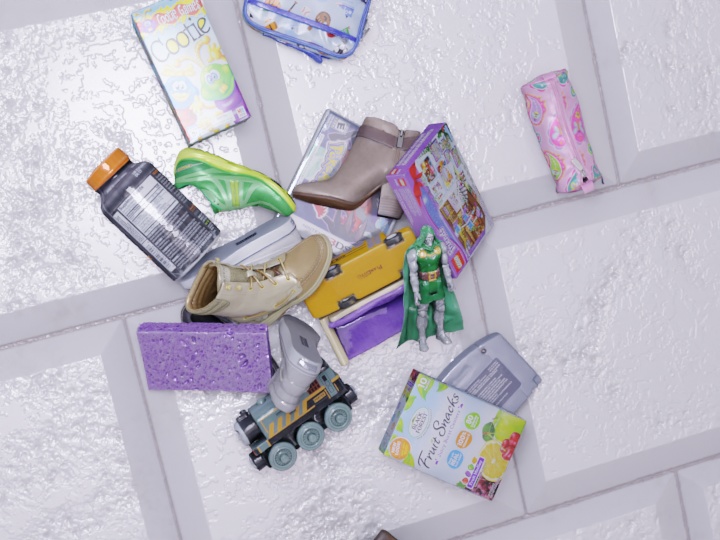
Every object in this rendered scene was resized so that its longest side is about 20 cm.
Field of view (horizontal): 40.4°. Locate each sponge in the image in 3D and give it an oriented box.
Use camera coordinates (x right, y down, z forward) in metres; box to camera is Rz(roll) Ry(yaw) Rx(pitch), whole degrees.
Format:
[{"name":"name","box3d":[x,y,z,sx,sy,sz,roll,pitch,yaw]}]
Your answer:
[{"name":"sponge","box3d":[-0.233,0.132,1.480,0.197,0.030,0.113,0,121,4]}]

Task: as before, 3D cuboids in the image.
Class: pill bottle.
[{"name":"pill bottle","box3d":[-0.312,-0.089,1.456,0.200,0.106,0.106,45,85,-10]}]

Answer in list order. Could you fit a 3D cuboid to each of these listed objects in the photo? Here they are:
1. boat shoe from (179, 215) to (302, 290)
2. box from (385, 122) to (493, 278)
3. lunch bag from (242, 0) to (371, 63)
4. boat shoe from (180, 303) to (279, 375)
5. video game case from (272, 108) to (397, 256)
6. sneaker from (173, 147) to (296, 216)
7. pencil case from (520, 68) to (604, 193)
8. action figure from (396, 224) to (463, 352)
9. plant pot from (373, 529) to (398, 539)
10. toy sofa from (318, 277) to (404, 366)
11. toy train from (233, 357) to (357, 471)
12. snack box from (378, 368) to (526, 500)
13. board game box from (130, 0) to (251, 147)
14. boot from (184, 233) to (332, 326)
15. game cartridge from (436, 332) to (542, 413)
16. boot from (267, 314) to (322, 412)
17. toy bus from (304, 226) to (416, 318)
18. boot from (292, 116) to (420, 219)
[{"name":"boat shoe","box3d":[-0.181,-0.011,1.505,0.198,0.074,0.066,-27,114,2]},{"name":"box","box3d":[0.127,-0.107,1.516,0.137,0.039,0.201,-51,125,-35]},{"name":"lunch bag","box3d":[-0.077,-0.411,1.499,0.198,0.076,0.162,18,92,-11]},{"name":"boat shoe","box3d":[-0.199,0.123,1.515,0.200,0.063,0.073,44,83,-12]},{"name":"video game case","box3d":[-0.018,-0.125,1.555,0.181,0.023,0.202,26,88,-12]},{"name":"sneaker","box3d":[-0.193,-0.121,1.498,0.198,0.074,0.085,21,92,-1]},{"name":"pencil case","box3d":[0.328,-0.222,1.586,0.087,0.087,0.202,-21,97,-9]},{"name":"action figure","box3d":[0.104,0.024,1.480,0.117,0.055,0.202,-17,119,-19]},{"name":"plant pot","box3d":[0.042,0.533,1.535,0.200,0.200,0.199,38,79,-11]},{"name":"toy sofa","box3d":[0.038,0.068,1.541,0.198,0.098,0.084,-28,98,-9]},{"name":"toy train","box3d":[-0.101,0.223,1.525,0.199,0.085,0.115,-34,107,-10]},{"name":"snack box","box3d":[0.147,0.263,1.564,0.198,0.053,0.144,25,88,-11]},{"name":"board game box","box3d":[-0.251,-0.298,1.454,0.102,0.105,0.202,-25,99,-9]},{"name":"boot","box3d":[-0.149,0.007,1.439,0.200,0.155,0.073,-40,57,23]},{"name":"game cartridge","box3d":[0.189,0.206,1.613,0.200,0.041,0.133,-45,104,-5]},{"name":"boot","box3d":[-0.108,0.139,1.473,0.073,0.200,0.096,29,101,-11]},{"name":"toy bus","box3d":[0.000,0.000,1.518,0.198,0.078,0.066,-27,106,3]},{"name":"boot","box3d":[0.002,-0.165,1.517,0.197,0.070,0.148,11,86,-13]}]
